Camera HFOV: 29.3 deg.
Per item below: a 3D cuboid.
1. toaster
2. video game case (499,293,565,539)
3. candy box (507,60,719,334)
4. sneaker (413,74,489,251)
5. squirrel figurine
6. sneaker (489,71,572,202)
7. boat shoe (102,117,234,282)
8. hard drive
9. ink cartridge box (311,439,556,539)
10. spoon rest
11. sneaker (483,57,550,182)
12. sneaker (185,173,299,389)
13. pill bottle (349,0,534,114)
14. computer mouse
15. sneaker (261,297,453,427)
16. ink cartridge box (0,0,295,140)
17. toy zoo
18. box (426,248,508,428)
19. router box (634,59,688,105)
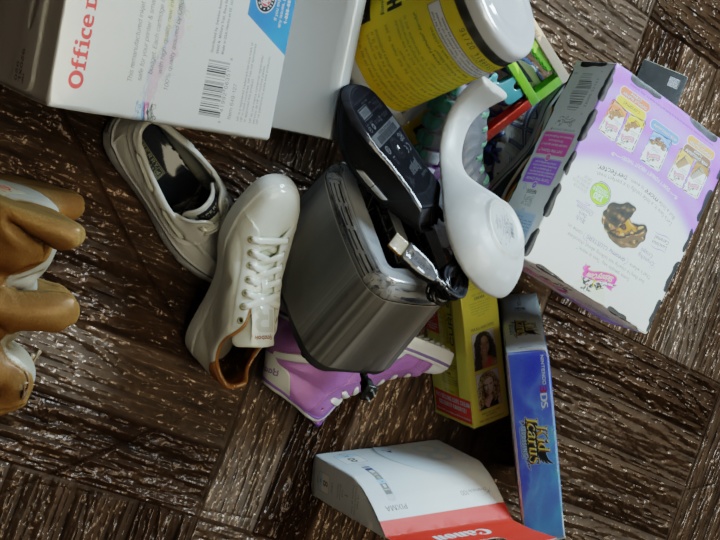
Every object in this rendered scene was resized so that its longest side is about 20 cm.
[{"bbox_3d":[0.000,0.000,1.239,0.112,0.202,0.129,7,140,-34],"label":"toaster"},{"bbox_3d":[0.175,0.146,1.418,0.045,0.181,0.203,-6,106,4],"label":"video game case"},{"bbox_3d":[0.236,-0.068,1.303,0.167,0.071,0.202,29,85,-28],"label":"candy box"},{"bbox_3d":[0.098,-0.116,1.311,0.087,0.075,0.202,20,103,-14],"label":"sneaker"},{"bbox_3d":[-0.321,0.020,1.083,0.198,0.141,0.189,15,101,-22],"label":"squirrel figurine"},{"bbox_3d":[0.201,-0.111,1.360,0.078,0.079,0.201,35,91,-29],"label":"sneaker"},{"bbox_3d":[-0.145,-0.060,1.212,0.072,0.065,0.201,-44,121,-21],"label":"boat shoe"},{"bbox_3d":[-0.062,-0.225,1.208,0.026,0.130,0.203,4,99,-70],"label":"hard drive"},{"bbox_3d":[0.070,0.218,1.335,0.158,0.199,0.048,-1,100,-35],"label":"ink cartridge box"},{"bbox_3d":[0.103,-0.069,1.212,0.099,0.060,0.203,27,52,-43],"label":"spoon rest"},{"bbox_3d":[0.151,-0.127,1.406,0.088,0.075,0.202,-29,114,-27],"label":"sneaker"},{"bbox_3d":[-0.088,0.015,1.211,0.072,0.085,0.202,-1,125,-37],"label":"sneaker"},{"bbox_3d":[0.046,-0.206,1.232,0.111,0.198,0.113,34,45,-43],"label":"pill bottle"},{"bbox_3d":[0.028,-0.056,1.172,0.201,0.046,0.141,51,30,-13],"label":"computer mouse"},{"bbox_3d":[-0.007,0.099,1.345,0.198,0.073,0.116,14,95,-27],"label":"sneaker"},{"bbox_3d":[-0.176,-0.201,1.110,0.198,0.144,0.149,7,101,-36],"label":"ink cartridge box"},{"bbox_3d":[0.090,-0.181,1.342,0.199,0.020,0.132,-37,110,2],"label":"toy zoo"},{"bbox_3d":[0.104,0.053,1.408,0.050,0.075,0.203,-17,109,-29],"label":"box"},{"bbox_3d":[0.270,-0.103,1.448,0.052,0.157,0.202,23,84,4],"label":"router box"}]
